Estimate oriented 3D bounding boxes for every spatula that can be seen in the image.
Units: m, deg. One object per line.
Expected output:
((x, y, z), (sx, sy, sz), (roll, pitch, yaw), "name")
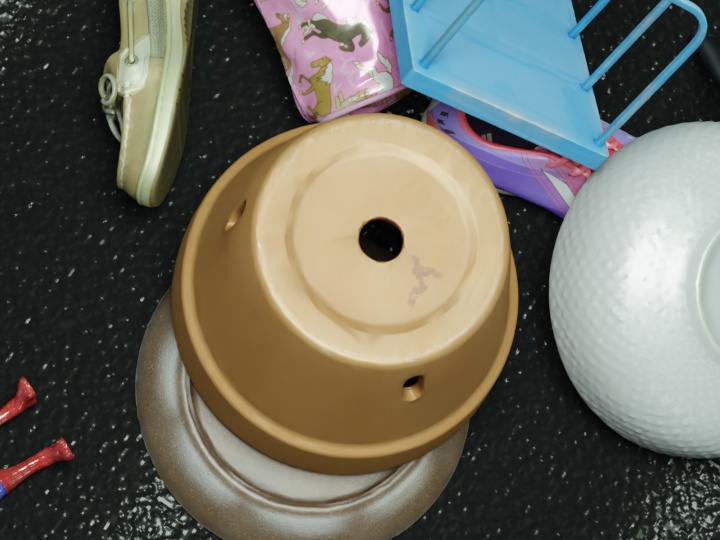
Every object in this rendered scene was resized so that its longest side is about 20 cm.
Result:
((0.233, -0.105, 1.168), (0.056, 0.200, 0.021), (13, 112, -18), "spatula")

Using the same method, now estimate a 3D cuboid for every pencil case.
((-0.030, -0.182, 1.159), (0.083, 0.086, 0.201), (-31, 96, -45), "pencil case")

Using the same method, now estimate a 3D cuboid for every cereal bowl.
((0.214, 0.011, 1.139), (0.199, 0.083, 0.202), (0, 89, -20), "cereal bowl")

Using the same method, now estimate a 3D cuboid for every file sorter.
((0.102, -0.188, 1.123), (0.138, 0.123, 0.201), (21, 41, -28), "file sorter")

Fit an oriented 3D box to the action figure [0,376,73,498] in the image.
((-0.257, 0.132, 1.074), (0.199, 0.052, 0.066), (-32, 86, -14), "action figure")

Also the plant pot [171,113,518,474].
((0.000, 0.000, 1.073), (0.199, 0.140, 0.201), (3, 74, -9), "plant pot")

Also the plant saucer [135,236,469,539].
((-0.030, 0.067, 1.139), (0.199, 0.032, 0.202), (2, 76, -9), "plant saucer")

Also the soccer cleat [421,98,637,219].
((0.134, -0.064, 1.180), (0.199, 0.073, 0.069), (20, 72, -4), "soccer cleat")

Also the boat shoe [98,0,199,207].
((-0.131, -0.133, 1.156), (0.063, 0.073, 0.202), (4, 71, -2), "boat shoe")
